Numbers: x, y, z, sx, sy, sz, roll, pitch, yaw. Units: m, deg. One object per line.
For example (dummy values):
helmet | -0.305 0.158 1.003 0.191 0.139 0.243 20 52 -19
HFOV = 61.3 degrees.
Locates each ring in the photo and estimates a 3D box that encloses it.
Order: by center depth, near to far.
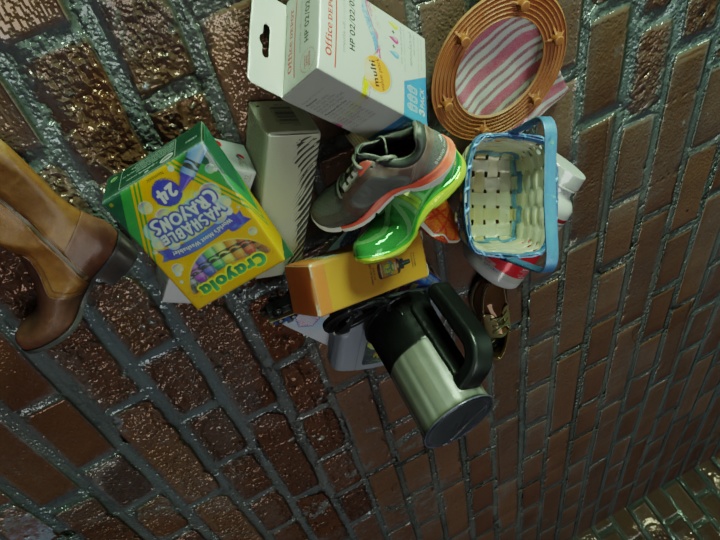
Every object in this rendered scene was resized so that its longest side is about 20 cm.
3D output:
ring | 0.180 -0.253 0.774 0.194 0.019 0.204 -15 137 -14

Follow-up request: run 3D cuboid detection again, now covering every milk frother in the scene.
milk frother | 0.063 0.128 0.836 0.195 0.190 0.184 -16 142 -23

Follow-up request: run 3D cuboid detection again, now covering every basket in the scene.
basket | 0.199 -0.093 0.791 0.134 0.199 0.183 -2 93 -16

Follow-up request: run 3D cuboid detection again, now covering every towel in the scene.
towel | 0.196 -0.253 0.815 0.146 0.030 0.199 -41 137 10

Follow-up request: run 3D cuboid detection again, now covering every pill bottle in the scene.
pill bottle | 0.253 -0.082 0.942 0.110 0.113 0.203 11 122 -36

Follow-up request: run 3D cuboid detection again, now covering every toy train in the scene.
toy train | -0.050 0.034 0.870 0.194 0.035 0.046 -18 148 -15

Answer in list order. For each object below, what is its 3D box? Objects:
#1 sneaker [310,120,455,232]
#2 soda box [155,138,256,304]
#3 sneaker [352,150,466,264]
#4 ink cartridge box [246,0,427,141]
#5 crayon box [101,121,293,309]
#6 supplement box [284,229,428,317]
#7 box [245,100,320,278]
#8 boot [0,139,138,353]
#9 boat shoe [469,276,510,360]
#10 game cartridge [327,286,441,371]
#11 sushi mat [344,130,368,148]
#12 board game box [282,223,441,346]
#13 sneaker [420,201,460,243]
sneaker | 0.008 -0.114 0.686 0.196 0.079 0.081 -26 143 30
soda box | -0.193 -0.055 0.742 0.066 0.064 0.203 5 126 -33
sneaker | 0.049 -0.090 0.750 0.201 0.073 0.084 -50 118 -19
ink cartridge box | -0.018 -0.224 0.643 0.196 0.119 0.067 15 157 -39
crayon box | -0.170 -0.043 0.677 0.123 0.052 0.202 -28 129 6
supplement box | 0.000 0.000 0.801 0.196 0.068 0.069 -18 100 -35
box | -0.103 -0.096 0.746 0.066 0.083 0.204 -9 134 -24
boot | -0.378 -0.014 0.668 0.187 0.069 0.200 -38 136 7
boat shoe | 0.249 0.088 1.121 0.074 0.075 0.203 -23 137 -9
game cartridge | 0.044 0.096 0.978 0.194 0.041 0.136 -11 138 -23
sushi mat | 0.063 -0.158 0.836 0.095 0.012 0.200 -39 137 8
board game box | 0.001 0.036 0.954 0.200 0.042 0.198 -46 135 14
sneaker | 0.097 -0.096 0.852 0.078 0.073 0.198 -52 137 9
